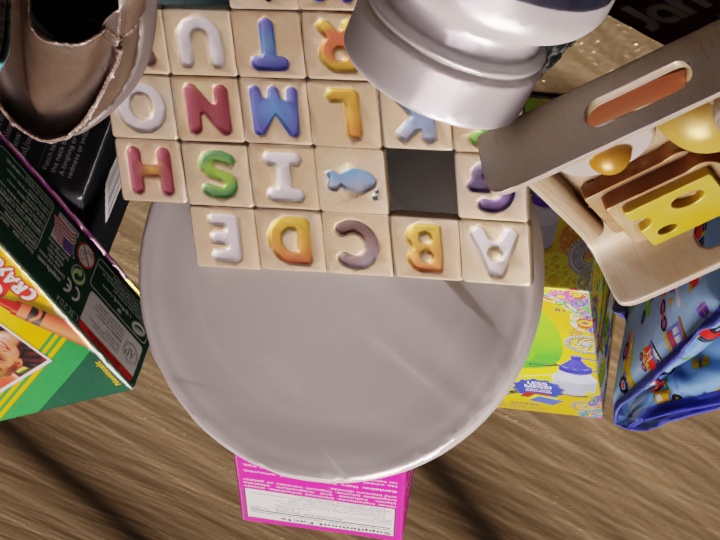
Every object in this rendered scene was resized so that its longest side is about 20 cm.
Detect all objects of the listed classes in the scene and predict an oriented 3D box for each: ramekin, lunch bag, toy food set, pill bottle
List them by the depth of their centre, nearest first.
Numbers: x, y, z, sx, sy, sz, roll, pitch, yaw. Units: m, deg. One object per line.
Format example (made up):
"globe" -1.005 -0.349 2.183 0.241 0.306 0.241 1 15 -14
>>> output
"pill bottle" 0.067 -0.160 0.951 0.111 0.111 0.201 16 121 -15
"toy food set" 0.149 -0.042 1.053 0.143 0.061 0.200 -26 156 14
"ramekin" 0.000 0.000 1.178 0.201 0.204 0.094 3 -177 17
"lunch bag" 0.193 -0.003 1.332 0.094 0.151 0.200 18 156 -19

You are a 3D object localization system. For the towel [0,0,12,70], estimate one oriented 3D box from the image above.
"towel" -0.162 -0.135 1.042 0.022 0.201 0.147 9 150 -14

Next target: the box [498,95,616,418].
"box" 0.049 -0.012 1.412 0.199 0.123 0.193 5 156 11

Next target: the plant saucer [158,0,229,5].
"plant saucer" -0.026 -0.151 1.096 0.200 0.039 0.201 8 157 4

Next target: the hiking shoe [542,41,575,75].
"hiking shoe" 0.034 -0.109 1.248 0.200 0.074 0.087 -34 96 37

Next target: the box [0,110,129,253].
"box" -0.221 -0.089 1.302 0.196 0.124 0.200 20 162 1

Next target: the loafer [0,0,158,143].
"loafer" -0.128 -0.122 1.040 0.073 0.071 0.200 38 140 8

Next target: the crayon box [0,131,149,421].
"crayon box" -0.229 -0.004 1.213 0.172 0.058 0.200 -15 130 32

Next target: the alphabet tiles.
"alphabet tiles" -0.022 -0.073 1.091 0.199 0.008 0.168 3 119 16

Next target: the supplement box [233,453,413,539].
"supplement box" -0.016 0.070 1.343 0.103 0.102 0.200 8 157 2

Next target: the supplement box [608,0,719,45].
"supplement box" 0.197 -0.143 1.085 0.199 0.086 0.110 23 154 -28
